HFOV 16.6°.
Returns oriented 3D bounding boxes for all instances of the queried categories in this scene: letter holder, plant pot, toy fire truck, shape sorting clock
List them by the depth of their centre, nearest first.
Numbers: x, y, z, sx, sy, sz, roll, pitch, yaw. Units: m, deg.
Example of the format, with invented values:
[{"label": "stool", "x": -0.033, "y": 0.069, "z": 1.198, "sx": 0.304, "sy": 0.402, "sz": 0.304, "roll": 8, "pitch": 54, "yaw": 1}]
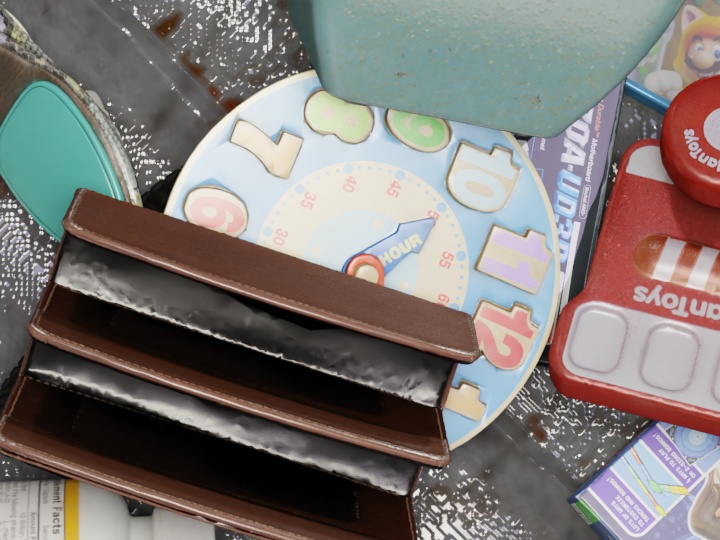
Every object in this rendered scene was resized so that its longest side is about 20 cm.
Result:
[{"label": "letter holder", "x": -0.054, "y": 0.051, "z": 1.119, "sx": 0.199, "sy": 0.142, "sz": 0.101, "roll": 18, "pitch": 101, "yaw": -5}, {"label": "plant pot", "x": 0.054, "y": -0.177, "z": 1.138, "sx": 0.195, "sy": 0.196, "sz": 0.201, "roll": 9, "pitch": 112, "yaw": -15}, {"label": "shape sorting clock", "x": 0.000, "y": 0.000, "z": 1.203, "sx": 0.199, "sy": 0.039, "sz": 0.201, "roll": -1, "pitch": 96, "yaw": -10}, {"label": "toy fire truck", "x": 0.205, "y": 0.012, "z": 1.211, "sx": 0.199, "sy": 0.112, "sz": 0.168, "roll": 16, "pitch": 67, "yaw": 8}]

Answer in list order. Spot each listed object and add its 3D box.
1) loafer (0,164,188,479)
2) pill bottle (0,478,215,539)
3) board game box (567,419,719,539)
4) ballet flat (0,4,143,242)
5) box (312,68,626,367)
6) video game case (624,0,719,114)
[{"label": "loafer", "x": -0.105, "y": 0.024, "z": 1.243, "sx": 0.071, "sy": 0.073, "sz": 0.200, "roll": 42, "pitch": 82, "yaw": -23}, {"label": "pill bottle", "x": -0.168, "y": 0.158, "z": 1.191, "sx": 0.199, "sy": 0.113, "sz": 0.113, "roll": -3, "pitch": 82, "yaw": -4}, {"label": "board game box", "x": 0.222, "y": 0.145, "z": 1.258, "sx": 0.135, "sy": 0.034, "sz": 0.200, "roll": -41, "pitch": 86, "yaw": -8}, {"label": "ballet flat", "x": -0.167, "y": -0.088, "z": 1.245, "sx": 0.072, "sy": 0.072, "sz": 0.200, "roll": -43, "pitch": 79, "yaw": -8}, {"label": "box", "x": 0.048, "y": -0.061, "z": 1.259, "sx": 0.158, "sy": 0.046, "sz": 0.201, "roll": 10, "pitch": 88, "yaw": -3}, {"label": "video game case", "x": 0.213, "y": -0.167, "z": 1.310, "sx": 0.143, "sy": 0.018, "sz": 0.201, "roll": 29, "pitch": 81, "yaw": 1}]
